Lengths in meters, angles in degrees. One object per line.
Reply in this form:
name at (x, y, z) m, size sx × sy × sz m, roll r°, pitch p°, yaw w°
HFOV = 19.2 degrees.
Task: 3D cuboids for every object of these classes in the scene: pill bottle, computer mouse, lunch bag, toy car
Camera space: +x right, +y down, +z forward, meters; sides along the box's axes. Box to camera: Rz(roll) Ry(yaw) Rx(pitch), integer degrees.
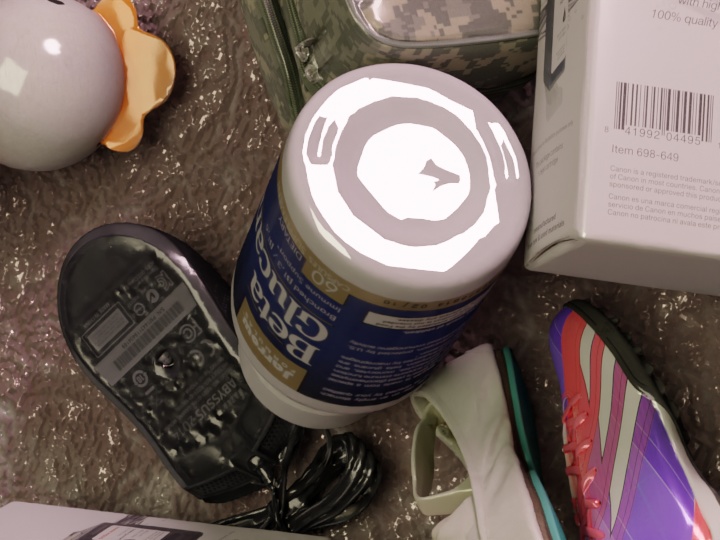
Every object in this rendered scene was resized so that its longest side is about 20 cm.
pill bottle at (0.000, 0.000, 0.984) m, size 0.110 × 0.200 × 0.112 m, roll 6°, pitch 63°, yaw -12°
computer mouse at (-0.083, 0.063, 1.109) m, size 0.138 × 0.053 × 0.201 m, roll -37°, pitch 82°, yaw 22°
lunch bag at (0.003, -0.157, 1.024) m, size 0.168 × 0.138 × 0.201 m, roll -42°, pitch 63°, yaw 62°
toy car at (-0.198, -0.119, 1.135) m, size 0.198 × 0.184 × 0.178 m, roll -4°, pitch 84°, yaw -3°

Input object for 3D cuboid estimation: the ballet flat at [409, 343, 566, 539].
ballet flat at (0.059, 0.108, 0.970) m, size 0.069 × 0.069 × 0.200 m, roll -43°, pitch 28°, yaw 19°

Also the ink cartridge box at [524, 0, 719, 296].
ink cartridge box at (0.153, -0.095, 0.920) m, size 0.144 × 0.085 × 0.202 m, roll 8°, pitch 79°, yaw -12°

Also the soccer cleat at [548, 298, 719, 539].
soccer cleat at (0.120, 0.098, 0.962) m, size 0.073 × 0.068 × 0.201 m, roll -27°, pitch 55°, yaw 1°

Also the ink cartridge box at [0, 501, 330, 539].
ink cartridge box at (-0.113, 0.204, 1.070) m, size 0.199 × 0.083 × 0.146 m, roll 2°, pitch 104°, yaw 27°
